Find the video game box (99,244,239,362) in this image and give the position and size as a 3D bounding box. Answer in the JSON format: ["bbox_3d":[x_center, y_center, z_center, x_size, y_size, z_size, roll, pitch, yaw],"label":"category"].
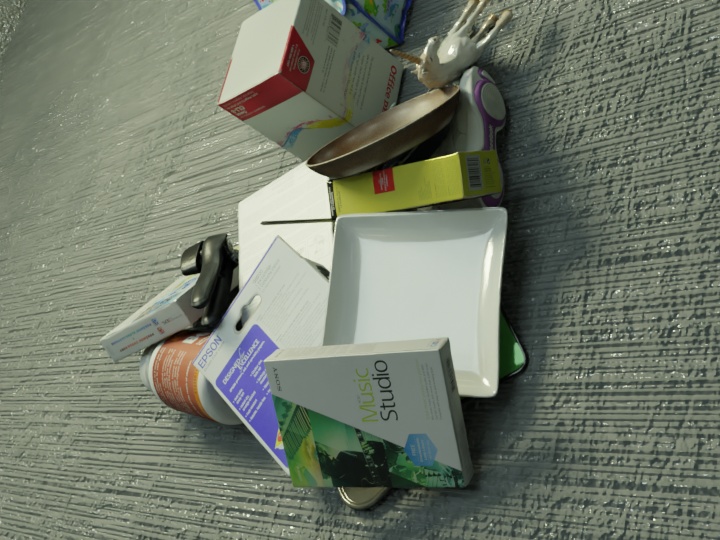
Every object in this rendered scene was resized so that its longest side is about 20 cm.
[{"bbox_3d":[-0.251,0.040,1.312,0.181,0.047,0.200,-28,11,38],"label":"video game box"}]

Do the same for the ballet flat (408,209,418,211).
[{"bbox_3d":[0.000,0.000,1.121,0.200,0.068,0.068,-44,46,22],"label":"ballet flat"}]

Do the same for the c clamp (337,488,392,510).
[{"bbox_3d":[0.012,0.171,1.022,0.200,0.027,0.172,-44,40,21],"label":"c clamp"}]

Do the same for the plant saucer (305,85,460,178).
[{"bbox_3d":[0.030,-0.156,1.057,0.198,0.032,0.200,-25,15,7],"label":"plant saucer"}]

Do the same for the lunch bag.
[{"bbox_3d":[-0.049,-0.397,1.329,0.169,0.199,0.129,-9,59,44],"label":"lunch bag"}]

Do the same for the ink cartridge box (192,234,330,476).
[{"bbox_3d":[-0.079,0.096,1.065,0.200,0.043,0.199,42,103,27],"label":"ink cartridge box"}]

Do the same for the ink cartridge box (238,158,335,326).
[{"bbox_3d":[-0.085,-0.036,1.176,0.159,0.047,0.202,-27,51,27],"label":"ink cartridge box"}]

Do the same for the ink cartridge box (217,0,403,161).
[{"bbox_3d":[-0.063,-0.254,1.252,0.144,0.199,0.147,-14,55,46],"label":"ink cartridge box"}]

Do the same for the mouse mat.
[{"bbox_3d":[0.069,0.052,0.972,0.160,0.008,0.202,-29,62,10],"label":"mouse mat"}]

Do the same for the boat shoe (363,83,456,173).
[{"bbox_3d":[0.055,-0.162,1.166,0.201,0.062,0.075,-53,36,9],"label":"boat shoe"}]

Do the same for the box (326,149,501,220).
[{"bbox_3d":[0.055,-0.093,1.020,0.198,0.075,0.051,-5,94,45],"label":"box"}]

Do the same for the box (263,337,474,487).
[{"bbox_3d":[0.006,0.147,0.922,0.198,0.036,0.146,-6,103,27],"label":"box"}]

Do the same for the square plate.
[{"bbox_3d":[0.056,0.034,0.964,0.195,0.028,0.203,-1,71,21],"label":"square plate"}]

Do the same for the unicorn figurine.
[{"bbox_3d":[0.120,-0.276,1.123,0.074,0.200,0.138,40,95,9],"label":"unicorn figurine"}]

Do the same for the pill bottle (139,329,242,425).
[{"bbox_3d":[-0.216,0.139,1.234,0.199,0.112,0.113,2,68,49],"label":"pill bottle"}]

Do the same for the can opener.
[{"bbox_3d":[-0.189,0.014,1.173,0.078,0.064,0.201,-31,28,9],"label":"can opener"}]

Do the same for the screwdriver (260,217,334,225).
[{"bbox_3d":[-0.034,-0.061,1.106,0.029,0.198,0.028,-17,80,62],"label":"screwdriver"}]

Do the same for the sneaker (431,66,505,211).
[{"bbox_3d":[0.118,-0.153,1.077,0.099,0.075,0.202,-18,53,39],"label":"sneaker"}]
